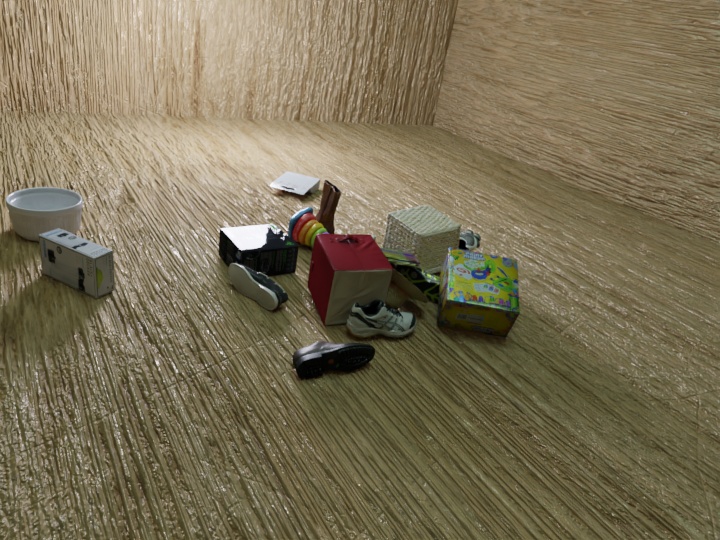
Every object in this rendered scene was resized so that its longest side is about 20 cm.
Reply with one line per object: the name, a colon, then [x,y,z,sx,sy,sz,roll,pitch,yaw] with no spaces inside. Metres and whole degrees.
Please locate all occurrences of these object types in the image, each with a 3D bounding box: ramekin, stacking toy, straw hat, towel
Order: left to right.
ramekin: [-0.934,-0.166,1.637,0.198,0.106,0.201,9,25,-4]
stacking toy: [-0.140,-0.109,1.835,0.199,0.110,0.116,34,48,22]
straw hat: [0.087,0.061,1.552,0.200,0.085,0.201,37,-7,6]
towel: [0.096,-0.043,1.648,0.142,0.023,0.200,10,8,-4]

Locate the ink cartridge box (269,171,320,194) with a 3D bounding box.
ink cartridge box: [-0.279,-0.358,2.350,0.158,0.048,0.200,15,32,10]

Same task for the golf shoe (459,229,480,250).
golf shoe: [0.343,-0.119,2.039,0.199,0.078,0.094,15,39,39]

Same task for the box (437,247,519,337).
box: [0.327,0.059,1.540,0.198,0.123,0.194,11,51,1]

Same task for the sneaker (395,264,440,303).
sneaker: [0.195,0.037,1.680,0.199,0.076,0.076,34,23,17]

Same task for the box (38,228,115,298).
box: [-0.723,-0.021,1.404,0.198,0.118,0.060,20,27,19]

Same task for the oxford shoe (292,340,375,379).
oxford shoe: [-0.062,0.189,1.268,0.198,0.073,0.084,-2,26,-24]

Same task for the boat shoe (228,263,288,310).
boat shoe: [-0.280,0.037,1.498,0.199,0.075,0.060,29,32,29]

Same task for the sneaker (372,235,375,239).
sneaker: [-0.002,-0.080,1.830,0.087,0.077,0.200,7,6,7]

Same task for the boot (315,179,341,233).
boot: [-0.141,-0.216,1.917,0.068,0.202,0.188,-5,29,-29]

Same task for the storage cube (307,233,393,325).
storage cube: [-0.033,0.021,1.484,0.169,0.202,0.180,-1,33,-22]

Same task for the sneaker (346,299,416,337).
sneaker: [0.063,0.120,1.420,0.198,0.089,0.076,-2,26,-27]

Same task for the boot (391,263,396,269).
boot: [0.000,0.000,1.681,0.198,0.078,0.138,17,31,16]

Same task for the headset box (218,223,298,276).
headset box: [-0.303,-0.061,1.666,0.198,0.094,0.174,-8,31,-34]

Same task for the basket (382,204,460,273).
basket: [0.206,-0.102,1.840,0.198,0.162,0.198,-13,35,-32]
